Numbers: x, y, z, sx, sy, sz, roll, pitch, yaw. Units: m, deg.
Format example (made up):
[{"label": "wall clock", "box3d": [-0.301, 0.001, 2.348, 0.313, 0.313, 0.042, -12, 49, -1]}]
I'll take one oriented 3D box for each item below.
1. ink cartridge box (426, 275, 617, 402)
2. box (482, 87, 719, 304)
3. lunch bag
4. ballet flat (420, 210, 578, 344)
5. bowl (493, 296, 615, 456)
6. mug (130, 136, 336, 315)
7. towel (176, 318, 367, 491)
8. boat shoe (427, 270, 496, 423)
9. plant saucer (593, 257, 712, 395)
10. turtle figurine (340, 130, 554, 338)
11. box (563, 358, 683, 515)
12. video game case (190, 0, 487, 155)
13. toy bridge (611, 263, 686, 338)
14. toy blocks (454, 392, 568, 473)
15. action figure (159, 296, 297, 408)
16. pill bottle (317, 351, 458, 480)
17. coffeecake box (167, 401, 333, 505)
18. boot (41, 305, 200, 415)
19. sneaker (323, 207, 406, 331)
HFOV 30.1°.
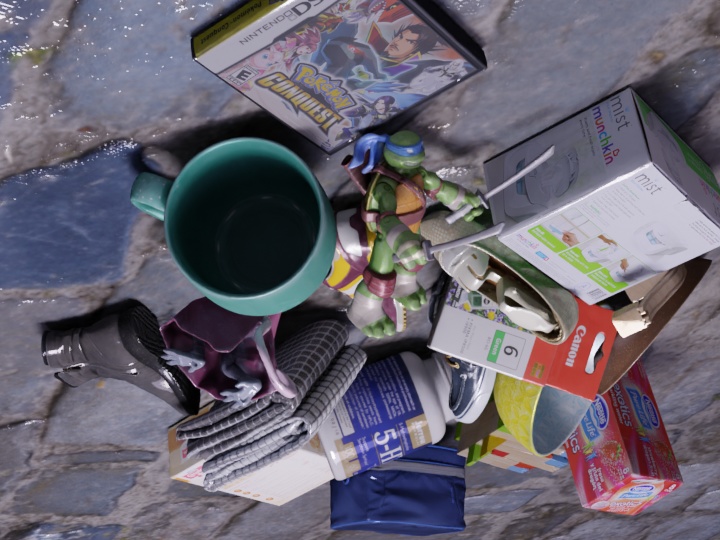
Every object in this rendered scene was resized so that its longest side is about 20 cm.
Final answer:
[{"label": "ink cartridge box", "box3d": [0.182, 0.064, 1.462, 0.198, 0.110, 0.050, 19, 178, -1]}, {"label": "box", "box3d": [0.252, -0.067, 1.356, 0.175, 0.098, 0.199, -28, 144, 28]}, {"label": "lunch bag", "box3d": [0.045, 0.294, 1.867, 0.198, 0.134, 0.135, 12, 160, -31]}, {"label": "ballet flat", "box3d": [0.143, 0.007, 1.397, 0.199, 0.063, 0.068, 32, 132, -2]}, {"label": "bowl", "box3d": [0.213, 0.108, 1.603, 0.107, 0.201, 0.201, 26, 163, 28]}, {"label": "mug", "box3d": [-0.107, -0.047, 1.265, 0.152, 0.186, 0.114, -38, 164, -1]}, {"label": "towel", "box3d": [-0.106, 0.150, 1.557, 0.199, 0.166, 0.086, -29, 105, 35]}, {"label": "boat shoe", "box3d": [0.114, 0.083, 1.552, 0.090, 0.071, 0.202, 8, 116, -15]}, {"label": "plant saucer", "box3d": [0.327, 0.055, 1.545, 0.201, 0.037, 0.200, -49, 173, -8]}, {"label": "turtle figurine", "box3d": [0.068, -0.025, 1.265, 0.197, 0.145, 0.195, 10, 129, -6]}, {"label": "box", "box3d": [0.318, 0.197, 1.703, 0.099, 0.202, 0.095, 15, 138, -35]}, {"label": "video game case", "box3d": [-0.016, -0.186, 1.159, 0.180, 0.026, 0.199, -26, 145, 26]}, {"label": "toy bridge", "box3d": [0.318, 0.009, 1.448, 0.067, 0.200, 0.027, -29, 100, 27]}, {"label": "toy blocks", "box3d": [0.220, 0.226, 1.797, 0.135, 0.101, 0.200, 18, 157, -11]}, {"label": "action figure", "box3d": [-0.115, 0.031, 1.347, 0.148, 0.201, 0.135, -10, 124, 33]}, {"label": "pill bottle", "box3d": [0.041, 0.169, 1.656, 0.198, 0.121, 0.120, -21, 150, -5]}, {"label": "coffeecake box", "box3d": [-0.131, 0.236, 1.777, 0.153, 0.074, 0.199, -31, 143, 33]}, {"label": "boot", "box3d": [-0.275, 0.112, 1.557, 0.130, 0.070, 0.201, -14, 138, 15]}, {"label": "sneaker", "box3d": [0.000, 0.000, 1.435, 0.089, 0.076, 0.201, -5, 143, 6]}]
